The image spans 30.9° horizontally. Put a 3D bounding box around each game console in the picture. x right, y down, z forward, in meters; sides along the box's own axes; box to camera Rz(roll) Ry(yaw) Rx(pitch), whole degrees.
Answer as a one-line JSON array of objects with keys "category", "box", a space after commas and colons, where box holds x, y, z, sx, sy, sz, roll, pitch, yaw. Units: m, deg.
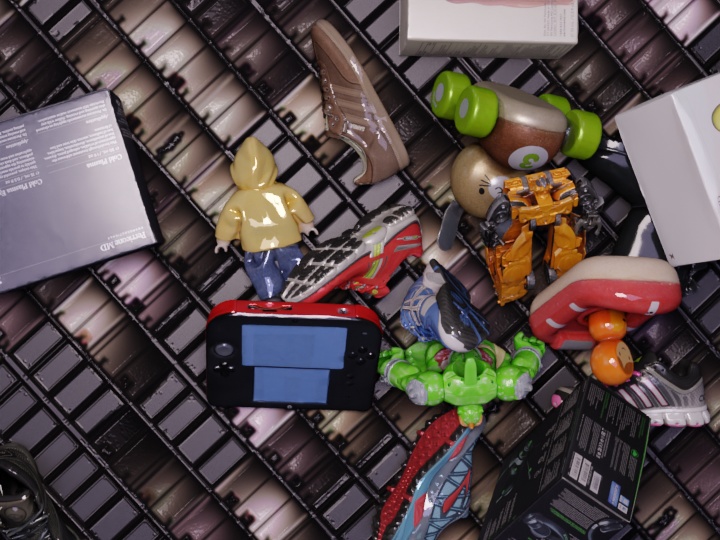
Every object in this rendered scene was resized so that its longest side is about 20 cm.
[{"category": "game console", "box": [-0.078, 0.104, 1.497, 0.198, 0.031, 0.178, 3, 134, -4]}]

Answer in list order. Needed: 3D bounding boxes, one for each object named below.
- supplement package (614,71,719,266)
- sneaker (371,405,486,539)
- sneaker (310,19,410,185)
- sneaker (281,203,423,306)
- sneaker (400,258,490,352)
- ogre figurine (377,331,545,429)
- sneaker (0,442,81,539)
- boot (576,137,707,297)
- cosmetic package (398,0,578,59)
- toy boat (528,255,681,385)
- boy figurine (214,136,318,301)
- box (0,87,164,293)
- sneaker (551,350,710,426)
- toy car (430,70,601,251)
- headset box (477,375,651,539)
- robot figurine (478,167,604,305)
[{"category": "supplement package", "box": [0.430, -0.131, 1.463, 0.199, 0.147, 0.193, -22, 92, -14]}, {"category": "sneaker", "box": [0.096, 0.253, 1.555, 0.095, 0.079, 0.201, 35, 87, -27]}, {"category": "sneaker", "box": [-0.018, -0.195, 1.528, 0.075, 0.070, 0.201, -30, 93, -2]}, {"category": "sneaker", "box": [0.000, 0.000, 1.507, 0.199, 0.077, 0.086, -33, 114, -26]}, {"category": "sneaker", "box": [0.092, 0.056, 1.483, 0.076, 0.200, 0.077, 41, 100, -14]}, {"category": "ogre figurine", "box": [0.119, 0.118, 1.513, 0.198, 0.120, 0.099, 15, 109, -7]}, {"category": "sneaker", "box": [-0.377, 0.300, 1.492, 0.076, 0.114, 0.201, -24, 95, -1]}, {"category": "boot", "box": [0.326, -0.061, 1.557, 0.197, 0.073, 0.164, 18, 93, -5]}, {"category": "cosmetic package", "box": [0.147, -0.300, 1.522, 0.198, 0.103, 0.088, 0, 89, -6]}, {"category": "toy boat", "box": [0.281, 0.065, 1.476, 0.129, 0.200, 0.132, 3, 67, -20]}, {"category": "boy figurine", "box": [-0.116, -0.054, 1.527, 0.123, 0.064, 0.202, -17, 91, -7]}, {"category": "box", "box": [-0.348, -0.088, 1.490, 0.198, 0.104, 0.184, -17, 91, -3]}, {"category": "sneaker", "box": [0.324, 0.138, 1.559, 0.198, 0.074, 0.088, 2, 91, -9]}, {"category": "toy car", "box": [0.158, -0.110, 1.512, 0.163, 0.158, 0.202, 9, 107, -21]}, {"category": "headset box", "box": [0.222, 0.251, 1.470, 0.092, 0.175, 0.200, 34, 128, -4]}, {"category": "robot figurine", "box": [0.201, -0.042, 1.490, 0.144, 0.201, 0.059, -12, 51, -5]}]
